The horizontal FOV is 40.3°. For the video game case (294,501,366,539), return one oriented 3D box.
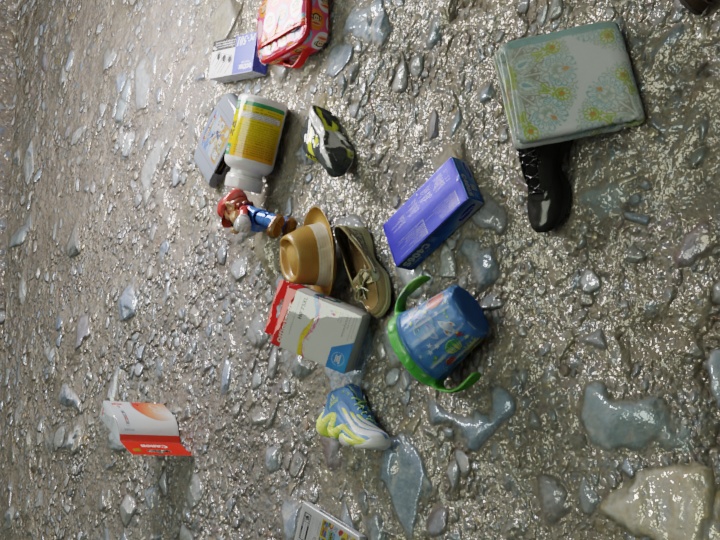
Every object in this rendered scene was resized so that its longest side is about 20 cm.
[{"bbox_3d":[-0.071,0.555,1.808,0.181,0.023,0.203,15,91,51],"label":"video game case"}]

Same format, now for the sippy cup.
[{"bbox_3d":[0.135,0.099,1.602,0.130,0.178,0.140,-38,8,25],"label":"sippy cup"}]

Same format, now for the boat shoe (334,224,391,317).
[{"bbox_3d":[0.000,0.000,1.832,0.073,0.062,0.202,-48,48,31],"label":"boat shoe"}]

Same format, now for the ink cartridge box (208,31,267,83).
[{"bbox_3d":[-0.288,-0.504,2.328,0.199,0.044,0.096,6,87,51],"label":"ink cartridge box"}]

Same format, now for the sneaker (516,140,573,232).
[{"bbox_3d":[0.276,-0.160,1.517,0.075,0.090,0.203,-4,78,47],"label":"sneaker"}]

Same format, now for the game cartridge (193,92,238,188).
[{"bbox_3d":[-0.334,-0.315,2.343,0.133,0.041,0.201,50,119,40],"label":"game cartridge"}]

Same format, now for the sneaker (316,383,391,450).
[{"bbox_3d":[-0.013,0.261,1.771,0.199,0.075,0.107,4,83,52],"label":"sneaker"}]

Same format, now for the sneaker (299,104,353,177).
[{"bbox_3d":[-0.071,-0.246,1.987,0.085,0.074,0.201,-56,35,33],"label":"sneaker"}]

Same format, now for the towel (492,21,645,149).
[{"bbox_3d":[0.309,-0.277,1.470,0.197,0.048,0.174,-11,70,7],"label":"towel"}]

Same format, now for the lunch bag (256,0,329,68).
[{"bbox_3d":[-0.148,-0.527,2.141,0.199,0.081,0.179,-13,74,50],"label":"lunch bag"}]

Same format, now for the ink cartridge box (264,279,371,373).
[{"bbox_3d":[-0.091,0.101,1.838,0.198,0.067,0.118,20,97,16],"label":"ink cartridge box"}]

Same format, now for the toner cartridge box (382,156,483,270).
[{"bbox_3d":[0.124,-0.097,1.722,0.200,0.043,0.096,-44,51,35],"label":"toner cartridge box"}]

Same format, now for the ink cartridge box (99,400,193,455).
[{"bbox_3d":[-0.491,0.362,2.257,0.199,0.161,0.051,25,101,50],"label":"ink cartridge box"}]

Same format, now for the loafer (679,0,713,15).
[{"bbox_3d":[0.474,-0.457,1.365,0.071,0.072,0.203,-11,73,49],"label":"loafer"}]

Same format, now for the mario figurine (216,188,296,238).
[{"bbox_3d":[-0.232,-0.096,2.092,0.198,0.124,0.106,21,60,37],"label":"mario figurine"}]

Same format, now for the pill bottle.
[{"bbox_3d":[-0.235,-0.275,2.150,0.112,0.112,0.203,17,94,51],"label":"pill bottle"}]

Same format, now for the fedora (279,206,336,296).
[{"bbox_3d":[-0.109,-0.029,1.913,0.200,0.081,0.204,177,90,-70],"label":"fedora"}]
